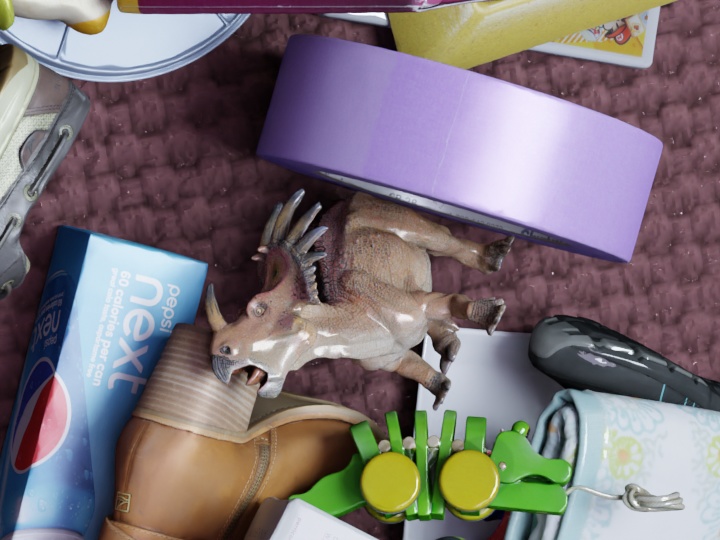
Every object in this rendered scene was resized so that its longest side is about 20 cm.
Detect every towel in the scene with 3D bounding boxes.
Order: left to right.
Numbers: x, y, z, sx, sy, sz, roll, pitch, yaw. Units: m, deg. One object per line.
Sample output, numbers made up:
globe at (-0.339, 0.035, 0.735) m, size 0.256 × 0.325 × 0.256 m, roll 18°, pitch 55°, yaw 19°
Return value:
towel at (0.147, 0.168, 1.531) m, size 0.171 × 0.048 × 0.201 m, roll 10°, pitch 100°, yaw -37°

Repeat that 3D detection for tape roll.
tape roll at (0.050, -0.061, 1.463) m, size 0.199 × 0.200 × 0.066 m, roll 17°, pitch 90°, yaw -21°

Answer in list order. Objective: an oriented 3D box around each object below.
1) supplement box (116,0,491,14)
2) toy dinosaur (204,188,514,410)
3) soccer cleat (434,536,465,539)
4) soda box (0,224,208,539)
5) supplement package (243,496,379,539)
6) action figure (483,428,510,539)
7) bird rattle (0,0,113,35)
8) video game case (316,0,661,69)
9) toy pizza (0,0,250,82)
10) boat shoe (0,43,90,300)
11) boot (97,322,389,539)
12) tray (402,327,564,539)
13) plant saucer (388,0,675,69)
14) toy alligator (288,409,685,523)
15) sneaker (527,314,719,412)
supplement box at (-0.009, -0.177, 1.380) m, size 0.131 × 0.199 × 0.104 m, roll -10°, pitch 101°, yaw -49°
toy dinosaur at (0.000, 0.000, 1.461) m, size 0.135 × 0.200 × 0.086 m, roll 27°, pitch 114°, yaw -4°
soccer cleat at (0.026, 0.235, 1.460) m, size 0.081 × 0.067 × 0.201 m, roll -2°, pitch 105°, yaw -48°
soda box at (-0.142, 0.083, 1.478) m, size 0.068 × 0.064 × 0.201 m, roll 15°, pitch 89°, yaw -21°
supplement package at (0.023, 0.203, 1.375) m, size 0.199 × 0.117 × 0.118 m, roll 28°, pitch 82°, yaw -6°
action figure at (0.049, 0.155, 1.531) m, size 0.200 × 0.065 × 0.099 m, roll -49°, pitch 118°, yaw -10°
bird rattle at (-0.172, -0.201, 1.409) m, size 0.163 × 0.112 × 0.201 m, roll 23°, pitch 74°, yaw -33°
video game case at (0.080, -0.214, 1.556) m, size 0.199 × 0.023 × 0.183 m, roll 7°, pitch 92°, yaw -22°
toy pizza at (-0.130, -0.198, 1.473) m, size 0.199 × 0.032 × 0.201 m, roll -2°, pitch 97°, yaw -21°
boat shoe at (-0.195, -0.012, 1.443) m, size 0.065 × 0.073 × 0.201 m, roll 24°, pitch 92°, yaw -23°
boot at (-0.065, 0.130, 1.472) m, size 0.200 × 0.073 × 0.155 m, roll 33°, pitch 73°, yaw -47°
tray at (0.071, 0.132, 1.585) m, size 0.107 × 0.022 × 0.201 m, roll 4°, pitch 94°, yaw -20°
plant saucer at (0.096, -0.221, 1.524) m, size 0.199 × 0.048 × 0.201 m, roll -19°, pitch 102°, yaw -18°
toy alligator at (0.062, 0.096, 1.443) m, size 0.199 × 0.059 × 0.055 m, roll -2°, pitch 80°, yaw 2°
sneaker at (0.163, 0.087, 1.574) m, size 0.199 × 0.075 × 0.080 m, roll 27°, pitch 93°, yaw -34°
